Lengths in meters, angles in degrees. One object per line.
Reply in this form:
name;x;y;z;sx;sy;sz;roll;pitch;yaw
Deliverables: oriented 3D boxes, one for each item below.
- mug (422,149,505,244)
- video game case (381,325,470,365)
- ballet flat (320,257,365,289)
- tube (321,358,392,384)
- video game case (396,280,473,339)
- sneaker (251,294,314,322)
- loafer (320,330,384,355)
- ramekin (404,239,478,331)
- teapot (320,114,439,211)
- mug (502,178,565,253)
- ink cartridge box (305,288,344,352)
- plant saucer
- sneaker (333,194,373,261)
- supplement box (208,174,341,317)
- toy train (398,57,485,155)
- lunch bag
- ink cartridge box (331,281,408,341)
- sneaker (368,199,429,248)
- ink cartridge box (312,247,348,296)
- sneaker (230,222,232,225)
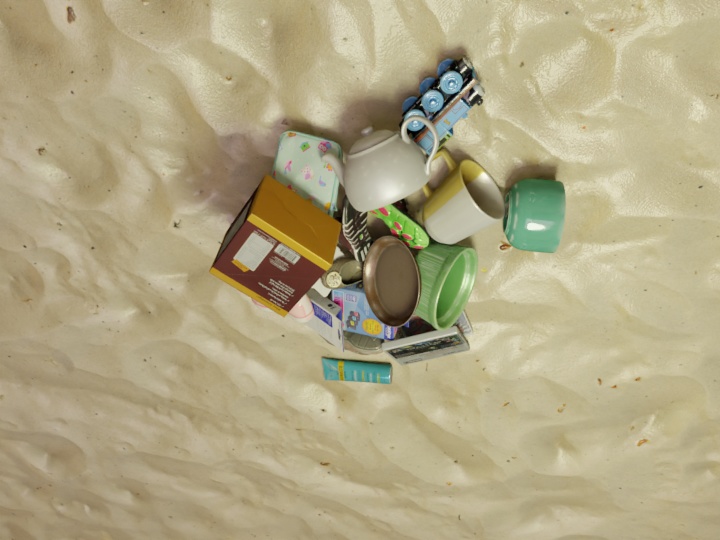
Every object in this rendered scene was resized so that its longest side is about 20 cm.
mug;0.212;-0.153;1.484;0.147;0.191;0.152;11;144;-41
video game case;0.171;0.195;1.713;0.195;0.024;0.182;-15;156;15
ballet flat;0.000;0.000;1.595;0.195;0.046;0.069;-14;111;-20
tube;-0.009;0.279;1.847;0.194;0.051;0.079;3;118;13
video game case;0.169;0.119;1.722;0.196;0.023;0.185;-19;120;19
sneaker;-0.204;0.052;1.662;0.197;0.076;0.106;18;140;34
loafer;-0.019;0.180;1.748;0.196;0.073;0.064;14;147;27
ramekin;0.184;0.027;1.551;0.096;0.199;0.204;23;131;29
teapot;0.044;-0.223;1.367;0.197;0.197;0.149;-27;106;-14
mug;0.369;-0.107;1.460;0.111;0.154;0.189;5;125;3
ink cartridge box;-0.094;0.115;1.676;0.198;0.039;0.102;33;137;39
plant saucer;0.076;0.024;1.510;0.031;0.201;0.203;-6;135;-36
sneaker;-0.040;-0.112;1.531;0.114;0.075;0.203;32;151;31
supplement box;-0.178;-0.047;1.407;0.195;0.135;0.200;32;129;-18
toy train;0.169;-0.339;1.376;0.113;0.088;0.199;33;122;-25
lunch bag;-0.119;-0.193;1.471;0.156;0.077;0.206;11;95;-4
ink cartridge box;0.030;0.090;1.668;0.194;0.077;0.139;9;128;13
sneaker;0.085;-0.133;1.501;0.200;0.084;0.077;44;144;4
ink cartridge box;-0.131;-0.043;1.584;0.200;0.066;0.117;43;79;-29
sneaker;-0.227;-0.058;1.637;0.104;0.075;0.202;-15;120;30
